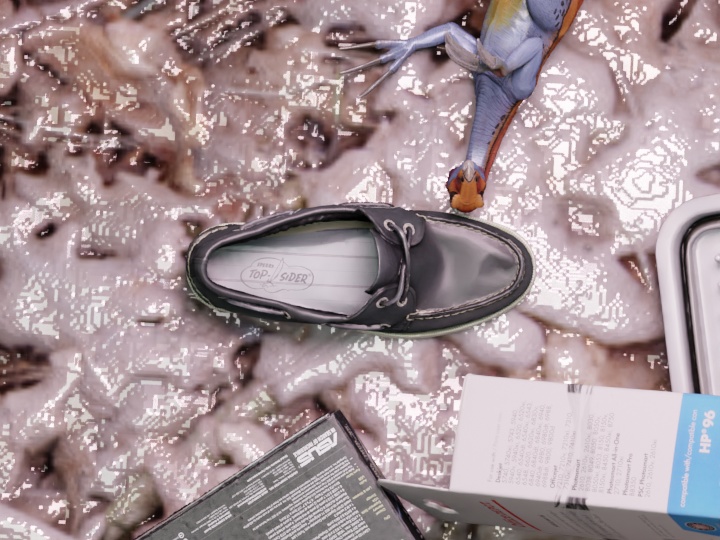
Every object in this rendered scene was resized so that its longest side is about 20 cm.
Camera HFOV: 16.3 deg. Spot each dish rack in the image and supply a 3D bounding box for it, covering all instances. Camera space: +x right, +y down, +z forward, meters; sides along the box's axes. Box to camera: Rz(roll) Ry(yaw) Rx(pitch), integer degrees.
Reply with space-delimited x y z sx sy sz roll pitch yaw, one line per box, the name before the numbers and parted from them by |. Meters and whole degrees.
dish rack | 0.258 0.051 1.396 0.171 0.044 0.200 -8 87 20

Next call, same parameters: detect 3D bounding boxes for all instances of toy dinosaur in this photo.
toy dinosaur | 0.094 -0.125 1.408 0.200 0.105 0.182 -6 108 -11

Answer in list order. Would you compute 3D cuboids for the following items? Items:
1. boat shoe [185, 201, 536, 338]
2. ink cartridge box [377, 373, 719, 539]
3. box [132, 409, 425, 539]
boat shoe | 0.000 -0.002 1.409 0.199 0.066 0.075 6 87 1
ink cartridge box | 0.123 0.104 1.357 0.200 0.116 0.068 4 75 21
box | -0.052 0.197 1.390 0.200 0.086 0.164 -34 87 0
